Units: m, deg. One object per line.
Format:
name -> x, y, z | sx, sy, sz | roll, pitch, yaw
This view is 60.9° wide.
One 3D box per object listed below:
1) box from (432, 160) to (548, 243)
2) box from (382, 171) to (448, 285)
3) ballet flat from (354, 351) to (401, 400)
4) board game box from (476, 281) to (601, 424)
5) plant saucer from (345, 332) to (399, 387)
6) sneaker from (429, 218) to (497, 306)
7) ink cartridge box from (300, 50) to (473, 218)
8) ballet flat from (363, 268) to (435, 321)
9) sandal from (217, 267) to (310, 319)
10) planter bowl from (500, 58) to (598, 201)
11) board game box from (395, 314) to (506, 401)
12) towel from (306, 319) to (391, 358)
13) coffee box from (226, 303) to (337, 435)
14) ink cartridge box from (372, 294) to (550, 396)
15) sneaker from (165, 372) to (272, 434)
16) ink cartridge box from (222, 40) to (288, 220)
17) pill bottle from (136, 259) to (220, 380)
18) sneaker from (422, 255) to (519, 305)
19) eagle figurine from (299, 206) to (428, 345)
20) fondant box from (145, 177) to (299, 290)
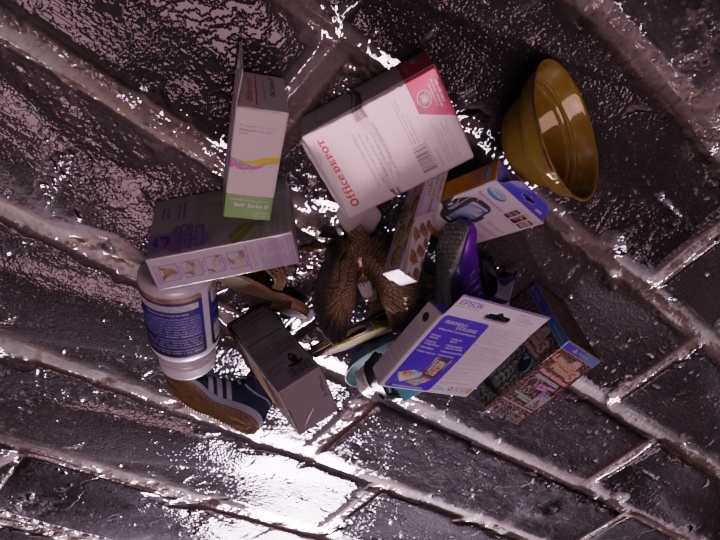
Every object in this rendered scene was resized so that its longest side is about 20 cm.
box -> 0.181, -0.095, 0.923 | 0.119, 0.042, 0.200 | 33, 147, -31
box -> 0.082, -0.075, 0.889 | 0.039, 0.200, 0.041 | 33, 153, -30
ballet flat -> 0.032, 0.200, 1.094 | 0.068, 0.068, 0.200 | -18, 151, 10
board game box -> 0.306, 0.153, 1.131 | 0.097, 0.160, 0.200 | 30, 117, -29
plant saucer -> 0.062, 0.159, 1.137 | 0.200, 0.027, 0.200 | -17, 151, -10
sneaker -> 0.173, 0.005, 0.973 | 0.099, 0.070, 0.201 | -3, 126, -13
ink cartridge box -> 0.034, -0.186, 0.850 | 0.200, 0.083, 0.147 | -25, 123, 10
ballet flat -> 0.059, 0.041, 1.046 | 0.070, 0.065, 0.200 | -9, 164, -34
sandal -> -0.151, 0.013, 1.000 | 0.077, 0.070, 0.212 | 2, 159, 35
planter bowl -> 0.256, -0.185, 0.864 | 0.083, 0.201, 0.200 | -14, 137, 41
board game box -> 0.164, 0.147, 1.074 | 0.200, 0.047, 0.151 | -37, 167, 15
towel -> 0.015, 0.105, 1.041 | 0.143, 0.023, 0.200 | -30, 167, 33
coffee box -> -0.132, 0.159, 1.017 | 0.080, 0.200, 0.115 | -31, 131, -19
ink cartridge box -> 0.149, 0.106, 0.906 | 0.198, 0.043, 0.200 | 16, 126, -37
sneaker -> -0.254, 0.219, 1.144 | 0.200, 0.109, 0.070 | 25, 128, 8
ink cartridge box -> -0.138, -0.181, 0.804 | 0.067, 0.117, 0.200 | 5, 128, -15
pill bottle -> -0.285, 0.074, 0.980 | 0.115, 0.116, 0.200 | -2, 128, -9
sneaker -> 0.179, 0.002, 1.062 | 0.200, 0.074, 0.088 | 22, 89, -19
eagle figurine -> 0.004, 0.005, 0.925 | 0.152, 0.200, 0.151 | -41, 124, 18
fondant box -> -0.194, -0.056, 0.876 | 0.199, 0.144, 0.058 | -12, 130, -1
